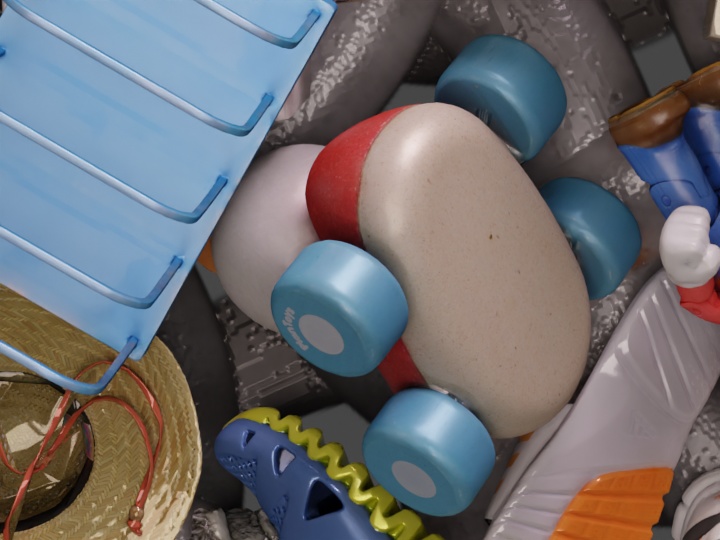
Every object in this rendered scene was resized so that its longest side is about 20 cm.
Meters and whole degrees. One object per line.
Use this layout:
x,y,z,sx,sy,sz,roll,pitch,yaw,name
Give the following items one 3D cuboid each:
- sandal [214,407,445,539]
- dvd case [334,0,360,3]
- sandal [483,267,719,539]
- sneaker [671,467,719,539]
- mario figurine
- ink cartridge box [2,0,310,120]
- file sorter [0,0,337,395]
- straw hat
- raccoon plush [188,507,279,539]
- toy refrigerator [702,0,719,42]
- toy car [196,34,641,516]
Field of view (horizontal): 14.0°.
-0.007,0.146,1.425,0.087,0.080,0.200,-45,63,-6,sandal
0.077,-0.212,1.386,0.199,0.016,0.150,-6,97,5,dvd case
0.122,0.089,1.486,0.079,0.059,0.207,35,81,-19,sandal
0.183,0.205,1.488,0.073,0.080,0.201,-1,102,3,sneaker
0.207,-0.007,1.429,0.123,0.106,0.201,-27,92,-4,mario figurine
-0.099,-0.177,1.435,0.144,0.084,0.201,1,101,5,ink cartridge box
-0.123,-0.063,1.355,0.138,0.123,0.201,30,103,-2,file sorter
-0.183,0.089,1.492,0.200,0.085,0.202,-2,101,-8,straw hat
-0.054,0.206,1.464,0.133,0.200,0.097,29,138,0,raccoon plush
0.271,-0.132,1.424,0.199,0.070,0.076,10,94,2,toy refrigerator
0.000,0.000,1.447,0.199,0.185,0.177,1,133,44,toy car
